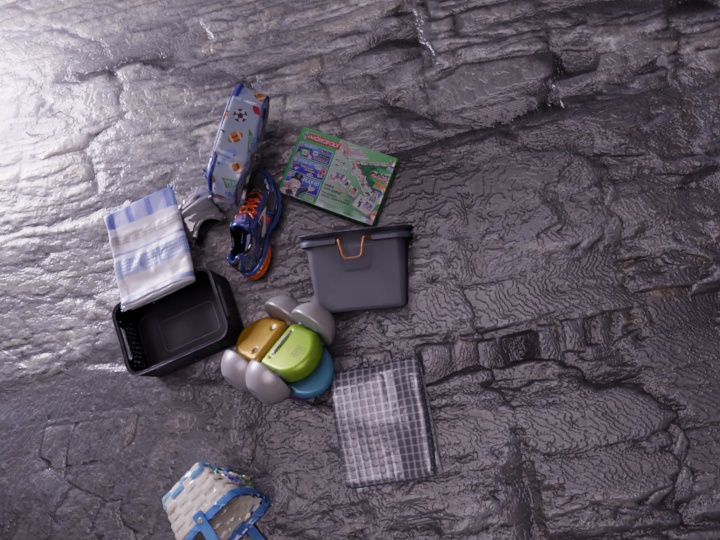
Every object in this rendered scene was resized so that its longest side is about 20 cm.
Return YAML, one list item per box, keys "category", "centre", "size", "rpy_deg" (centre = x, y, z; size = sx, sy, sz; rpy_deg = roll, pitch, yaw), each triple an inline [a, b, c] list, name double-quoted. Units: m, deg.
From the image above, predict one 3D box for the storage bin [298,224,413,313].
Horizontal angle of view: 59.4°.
- category: "storage bin"
  centre: [0.000, 0.000, 1.088]
  size: [0.195, 0.145, 0.138]
  rpy_deg: [-7, 88, 8]

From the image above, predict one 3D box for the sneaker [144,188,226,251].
- category: "sneaker"
  centre: [-0.336, -0.057, 1.175]
  size: [0.082, 0.075, 0.201]
  rpy_deg: [41, 87, 15]

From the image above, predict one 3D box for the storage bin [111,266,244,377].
- category: "storage bin"
  centre: [-0.325, 0.096, 1.136]
  size: [0.197, 0.094, 0.137]
  rpy_deg: [-24, 77, 5]

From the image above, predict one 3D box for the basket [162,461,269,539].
- category: "basket"
  centre: [-0.213, 0.412, 1.016]
  size: [0.139, 0.177, 0.200]
  rpy_deg: [-41, 65, -5]

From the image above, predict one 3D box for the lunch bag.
- category: "lunch bag"
  centre: [-0.225, -0.220, 1.149]
  size: [0.074, 0.160, 0.204]
  rpy_deg: [19, 76, -8]

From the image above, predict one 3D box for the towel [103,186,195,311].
- category: "towel"
  centre: [-0.378, -0.041, 1.123]
  size: [0.144, 0.024, 0.203]
  rpy_deg: [-22, 68, 4]

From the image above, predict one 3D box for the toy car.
- category: "toy car"
  centre: [-0.120, 0.151, 1.059]
  size: [0.198, 0.151, 0.176]
  rpy_deg: [8, 51, 49]

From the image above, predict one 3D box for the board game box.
- category: "board game box"
  centre: [-0.042, -0.174, 1.175]
  size: [0.197, 0.029, 0.137]
  rpy_deg: [21, 82, 12]

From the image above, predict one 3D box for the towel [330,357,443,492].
- category: "towel"
  centre: [0.040, 0.258, 1.052]
  size: [0.162, 0.086, 0.204]
  rpy_deg: [-12, 78, 7]

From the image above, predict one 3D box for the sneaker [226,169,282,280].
- category: "sneaker"
  centre: [-0.195, -0.089, 1.148]
  size: [0.074, 0.078, 0.205]
  rpy_deg: [-1, 78, 31]
